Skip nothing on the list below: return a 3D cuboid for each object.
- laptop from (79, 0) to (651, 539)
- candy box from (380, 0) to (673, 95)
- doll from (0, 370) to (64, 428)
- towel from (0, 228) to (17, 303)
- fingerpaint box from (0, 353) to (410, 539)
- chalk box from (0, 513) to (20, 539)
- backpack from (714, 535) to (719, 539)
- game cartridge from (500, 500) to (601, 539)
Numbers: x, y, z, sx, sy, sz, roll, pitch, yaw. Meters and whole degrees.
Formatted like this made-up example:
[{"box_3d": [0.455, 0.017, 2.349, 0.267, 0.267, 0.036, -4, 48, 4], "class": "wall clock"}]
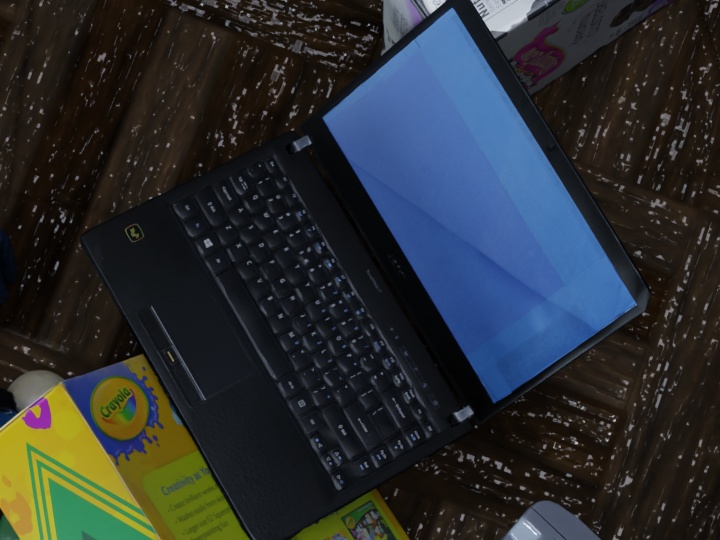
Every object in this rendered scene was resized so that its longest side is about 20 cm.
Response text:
[{"box_3d": [0.000, 0.000, 0.961, 0.199, 0.103, 0.178, -27, 79, -22], "class": "laptop"}, {"box_3d": [0.109, -0.163, 1.073, 0.199, 0.168, 0.072, -33, 81, -5], "class": "candy box"}, {"box_3d": [-0.240, 0.080, 1.054, 0.198, 0.136, 0.049, -9, 104, -31], "class": "doll"}, {"box_3d": [-0.271, -0.044, 1.076, 0.199, 0.112, 0.049, 33, 71, 5], "class": "towel"}, {"box_3d": [-0.074, 0.122, 1.007, 0.073, 0.200, 0.168, -37, 83, 25], "class": "fingerpaint box"}, {"box_3d": [-0.180, 0.201, 1.031, 0.124, 0.124, 0.202, 21, 81, 3], "class": "chalk box"}, {"box_3d": [0.275, 0.150, 1.031, 0.176, 0.153, 0.200, 42, 81, 6], "class": "backpack"}, {"box_3d": [0.133, 0.216, 1.031, 0.200, 0.134, 0.040, 43, 49, 8], "class": "game cartridge"}]
